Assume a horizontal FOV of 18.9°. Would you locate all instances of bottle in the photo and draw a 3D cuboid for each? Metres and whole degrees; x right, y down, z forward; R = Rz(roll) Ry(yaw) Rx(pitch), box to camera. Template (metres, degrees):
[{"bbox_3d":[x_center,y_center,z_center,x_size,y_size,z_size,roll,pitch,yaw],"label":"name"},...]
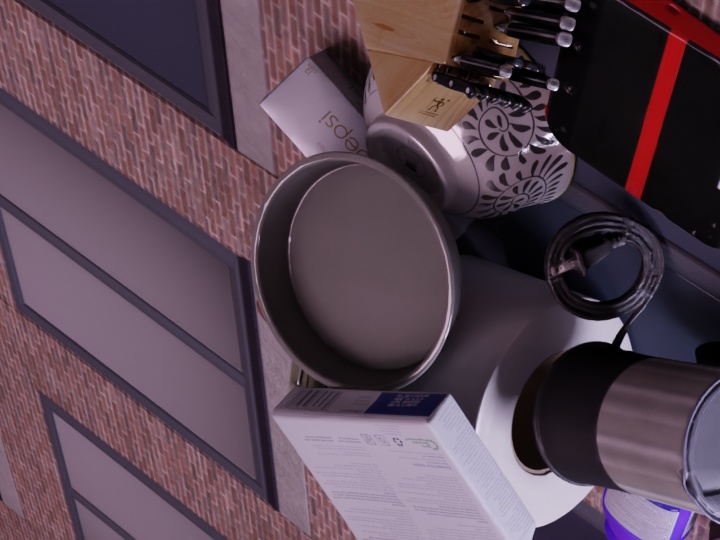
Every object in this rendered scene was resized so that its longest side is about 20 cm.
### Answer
[{"bbox_3d":[0.256,0.206,1.911,0.083,0.065,0.200,37,152,20],"label":"bottle"}]

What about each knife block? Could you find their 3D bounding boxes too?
[{"bbox_3d":[0.080,-0.195,1.602,0.176,0.064,0.200,-44,47,38],"label":"knife block"}]

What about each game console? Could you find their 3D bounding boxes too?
[{"bbox_3d":[0.218,-0.121,1.579,0.177,0.031,0.200,35,151,18],"label":"game console"}]

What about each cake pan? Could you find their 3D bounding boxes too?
[{"bbox_3d":[0.000,0.000,1.749,0.200,0.037,0.201,10,108,33],"label":"cake pan"}]

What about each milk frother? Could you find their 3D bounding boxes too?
[{"bbox_3d":[0.228,0.070,1.644,0.200,0.181,0.188,53,158,-24],"label":"milk frother"}]

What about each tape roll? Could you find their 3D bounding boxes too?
[{"bbox_3d":[0.115,0.100,1.827,0.139,0.203,0.203,20,142,42],"label":"tape roll"}]

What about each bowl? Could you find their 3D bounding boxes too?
[{"bbox_3d":[0.067,-0.109,1.743,0.201,0.094,0.201,35,151,23],"label":"bowl"}]

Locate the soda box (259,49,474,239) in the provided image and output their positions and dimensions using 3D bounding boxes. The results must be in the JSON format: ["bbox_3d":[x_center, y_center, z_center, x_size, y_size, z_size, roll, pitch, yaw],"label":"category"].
[{"bbox_3d":[0.007,-0.093,1.858,0.200,0.064,0.068,48,-164,0],"label":"soda box"}]

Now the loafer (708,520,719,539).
[{"bbox_3d":[0.366,0.294,1.856,0.200,0.071,0.073,47,154,3],"label":"loafer"}]

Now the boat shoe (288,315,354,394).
[{"bbox_3d":[-0.029,0.030,1.849,0.062,0.201,0.072,-2,154,11],"label":"boat shoe"}]

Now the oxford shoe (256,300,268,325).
[{"bbox_3d":[-0.023,0.032,1.979,0.200,0.070,0.075,21,119,44],"label":"oxford shoe"}]

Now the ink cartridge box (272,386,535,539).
[{"bbox_3d":[0.046,0.181,1.758,0.199,0.041,0.200,-1,128,49],"label":"ink cartridge box"}]
